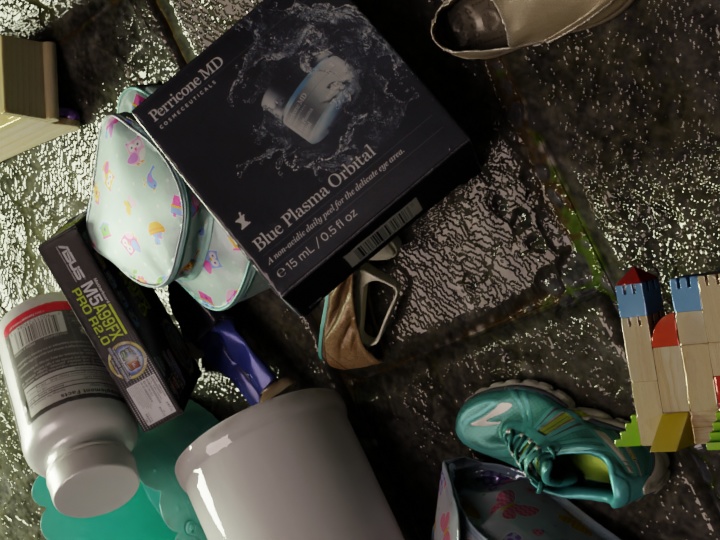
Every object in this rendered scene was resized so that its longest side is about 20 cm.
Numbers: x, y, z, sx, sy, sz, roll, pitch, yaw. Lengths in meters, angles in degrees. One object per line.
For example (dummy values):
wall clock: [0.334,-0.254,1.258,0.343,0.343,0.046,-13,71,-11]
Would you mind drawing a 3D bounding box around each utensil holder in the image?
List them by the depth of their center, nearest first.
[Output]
utensil holder: [-0.054,0.234,1.623,0.170,0.169,0.201,-47,60,43]

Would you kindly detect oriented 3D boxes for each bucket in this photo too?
bucket: [-0.215,0.231,1.822,0.207,0.135,0.208,19,121,36]

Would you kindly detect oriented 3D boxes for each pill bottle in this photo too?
pill bottle: [-0.271,0.127,1.695,0.111,0.110,0.200,-61,40,40]

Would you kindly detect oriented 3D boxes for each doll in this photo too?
doll: [-0.143,0.054,1.735,0.200,0.048,0.137,51,154,13]

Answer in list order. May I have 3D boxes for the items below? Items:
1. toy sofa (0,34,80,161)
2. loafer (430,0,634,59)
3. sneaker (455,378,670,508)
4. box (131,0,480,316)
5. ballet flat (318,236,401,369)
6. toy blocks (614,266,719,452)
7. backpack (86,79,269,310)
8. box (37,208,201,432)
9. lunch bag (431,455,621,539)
toy sofa: [-0.374,-0.167,1.830,0.200,0.097,0.083,-17,73,45]
loafer: [0.131,-0.202,1.360,0.200,0.068,0.076,-25,92,45]
sneaker: [0.157,0.145,1.491,0.199,0.080,0.078,13,118,38]
box: [-0.042,-0.104,1.458,0.197,0.117,0.200,-40,78,0]
ballet flat: [0.000,0.000,1.582,0.072,0.068,0.201,8,117,17]
toy blocks: [0.274,0.057,1.349,0.199,0.100,0.137,-7,93,44]
backpack: [-0.142,-0.063,1.613,0.200,0.153,0.176,30,123,25]
box: [-0.226,0.041,1.718,0.044,0.160,0.201,-28,98,7]
lunch bag: [0.127,0.278,1.550,0.200,0.127,0.170,38,131,39]
